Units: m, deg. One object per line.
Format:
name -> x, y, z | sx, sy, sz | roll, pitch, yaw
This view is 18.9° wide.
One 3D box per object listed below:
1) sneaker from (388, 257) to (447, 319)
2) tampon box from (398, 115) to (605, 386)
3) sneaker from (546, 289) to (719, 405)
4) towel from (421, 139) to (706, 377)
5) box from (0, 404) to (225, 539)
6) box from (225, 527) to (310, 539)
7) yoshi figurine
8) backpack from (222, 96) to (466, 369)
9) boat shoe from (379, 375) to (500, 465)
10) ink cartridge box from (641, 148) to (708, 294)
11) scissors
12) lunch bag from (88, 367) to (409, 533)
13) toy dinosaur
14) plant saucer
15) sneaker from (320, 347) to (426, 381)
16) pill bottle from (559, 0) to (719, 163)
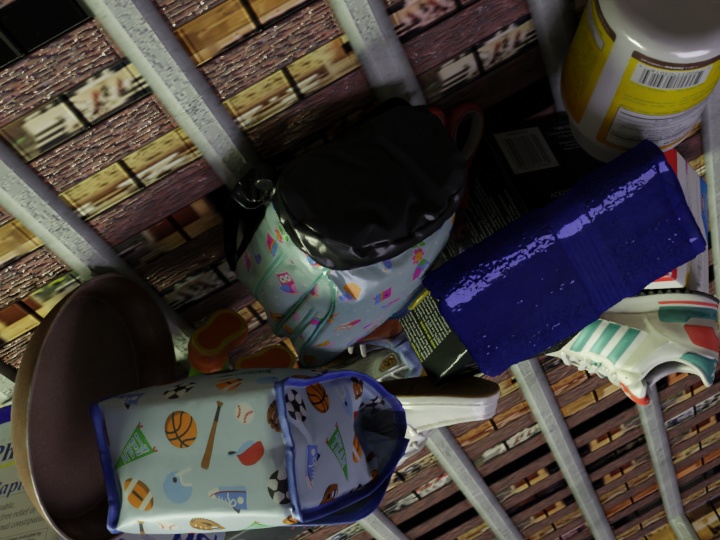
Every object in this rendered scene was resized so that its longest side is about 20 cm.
sneaker -> 0.000, 0.000, 1.738 | 0.074, 0.082, 0.200 | -48, -169, -29
tampon box -> 0.132, -0.019, 1.773 | 0.149, 0.127, 0.200 | -12, 156, -37
sneaker -> 0.219, 0.073, 1.897 | 0.199, 0.094, 0.070 | -6, 168, 15
towel -> 0.151, -0.011, 1.595 | 0.200, 0.050, 0.148 | -32, 144, 3
box -> -0.207, 0.222, 1.684 | 0.105, 0.201, 0.184 | -18, 138, 31
box -> -0.148, 0.230, 2.051 | 0.200, 0.106, 0.122 | -30, 162, 4
yoshi figurine -> -0.096, 0.125, 1.802 | 0.111, 0.113, 0.200 | 6, 132, -6
backpack -> -0.018, -0.019, 1.565 | 0.166, 0.127, 0.200 | -22, 164, -28
boat shoe -> 0.029, 0.130, 1.823 | 0.199, 0.070, 0.071 | -7, -173, 27
ink cartridge box -> 0.254, -0.040, 1.888 | 0.067, 0.117, 0.200 | -3, 168, 20
scissors -> 0.067, -0.038, 1.646 | 0.073, 0.014, 0.201 | -27, 128, -36
lunch bag -> -0.075, 0.132, 1.602 | 0.169, 0.124, 0.200 | -5, -178, 24
toy dinosaur -> 0.030, 0.036, 1.911 | 0.181, 0.105, 0.201 | 9, 106, -47
plant saucer -> -0.198, 0.100, 1.582 | 0.034, 0.201, 0.200 | 5, 176, 26
sneaker -> -0.016, 0.120, 2.006 | 0.199, 0.076, 0.088 | -14, 177, -13
pill bottle -> 0.206, -0.154, 1.556 | 0.109, 0.110, 0.200 | -23, 161, -16
